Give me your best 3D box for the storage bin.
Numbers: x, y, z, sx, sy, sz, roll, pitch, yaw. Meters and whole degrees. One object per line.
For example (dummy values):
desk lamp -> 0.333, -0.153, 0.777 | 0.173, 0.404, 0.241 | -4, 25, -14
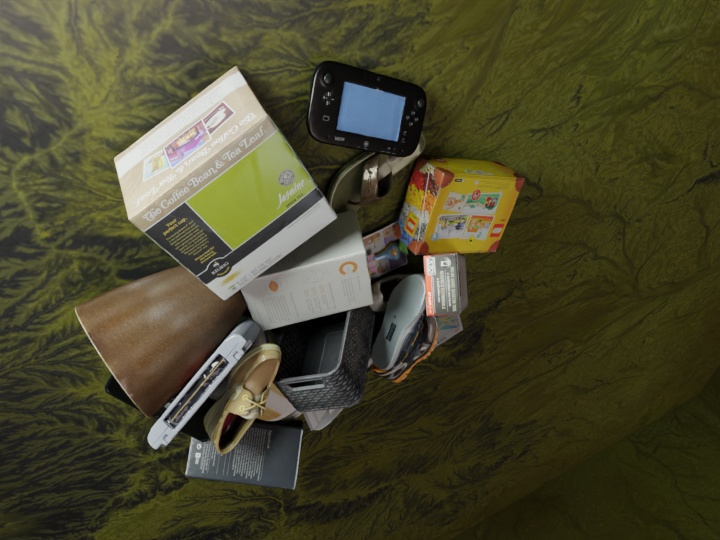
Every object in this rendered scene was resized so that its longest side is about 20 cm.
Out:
storage bin -> -0.060, 0.124, 0.940 | 0.132, 0.203, 0.095 | -12, 132, 23

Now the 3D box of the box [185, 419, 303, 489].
box -> -0.210, 0.333, 1.045 | 0.194, 0.110, 0.149 | 8, 169, -4

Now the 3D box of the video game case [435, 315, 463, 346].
video game case -> 0.141, 0.126, 1.251 | 0.180, 0.022, 0.201 | -31, 140, -4

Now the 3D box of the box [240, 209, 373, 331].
box -> -0.087, 0.002, 0.880 | 0.195, 0.099, 0.126 | -13, 138, -3

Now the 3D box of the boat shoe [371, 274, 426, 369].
boat shoe -> 0.091, 0.094, 1.050 | 0.090, 0.071, 0.204 | -3, 125, -49

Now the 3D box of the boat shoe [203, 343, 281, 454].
boat shoe -> -0.172, 0.199, 0.845 | 0.073, 0.067, 0.202 | 11, 123, -40

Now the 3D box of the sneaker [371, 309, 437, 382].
sneaker -> 0.095, 0.163, 1.183 | 0.076, 0.079, 0.202 | 15, 120, -32

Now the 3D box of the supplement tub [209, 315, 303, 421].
supplement tub -> -0.181, 0.183, 0.989 | 0.144, 0.146, 0.200 | -38, 140, 5

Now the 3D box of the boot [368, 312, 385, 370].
boot -> -0.034, 0.150, 1.107 | 0.208, 0.080, 0.159 | -14, 144, -38

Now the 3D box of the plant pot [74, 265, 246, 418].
plant pot -> -0.275, 0.076, 0.816 | 0.198, 0.186, 0.189 | -35, 143, -20

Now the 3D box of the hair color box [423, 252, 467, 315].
hair color box -> 0.158, 0.023, 1.002 | 0.060, 0.104, 0.200 | -3, 178, 14

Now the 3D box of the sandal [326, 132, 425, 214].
sandal -> 0.025, -0.149, 0.871 | 0.200, 0.058, 0.080 | -41, 140, 8

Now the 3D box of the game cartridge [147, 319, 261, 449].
game cartridge -> -0.227, 0.161, 0.824 | 0.201, 0.041, 0.133 | -50, -179, 2

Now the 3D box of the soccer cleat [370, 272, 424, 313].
soccer cleat -> 0.104, 0.039, 1.089 | 0.196, 0.071, 0.087 | -12, 159, -23

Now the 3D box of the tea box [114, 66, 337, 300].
tea box -> -0.170, -0.106, 0.721 | 0.198, 0.135, 0.198 | -35, 141, 1

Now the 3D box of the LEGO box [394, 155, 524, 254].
LEGO box -> 0.176, -0.113, 0.980 | 0.196, 0.077, 0.152 | -3, 123, -33

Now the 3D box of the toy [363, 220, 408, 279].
toy -> 0.000, 0.000, 1.009 | 0.197, 0.047, 0.116 | -28, 138, -9

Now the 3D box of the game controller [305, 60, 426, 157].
game controller -> 0.012, -0.224, 0.784 | 0.196, 0.042, 0.107 | 1, 98, -35

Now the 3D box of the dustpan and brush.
dustpan and brush -> -0.028, 0.209, 1.056 | 0.201, 0.056, 0.141 | -52, 151, -29

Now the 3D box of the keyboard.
keyboard -> -0.325, 0.207, 0.947 | 0.198, 0.040, 0.105 | 33, 104, -15
